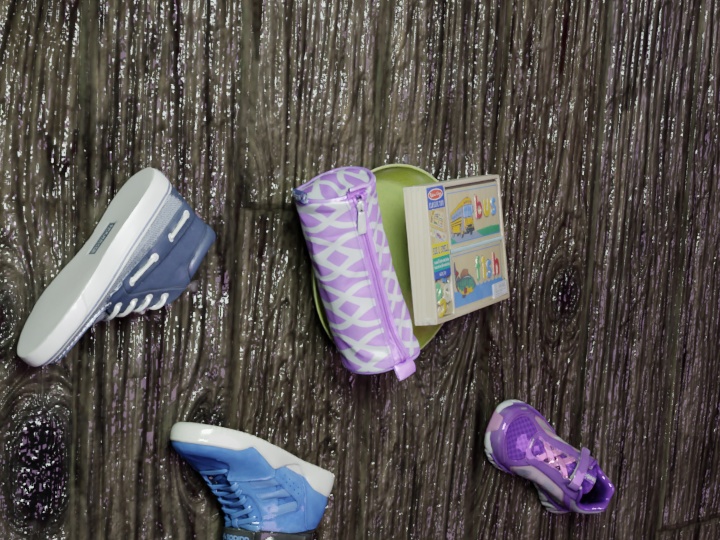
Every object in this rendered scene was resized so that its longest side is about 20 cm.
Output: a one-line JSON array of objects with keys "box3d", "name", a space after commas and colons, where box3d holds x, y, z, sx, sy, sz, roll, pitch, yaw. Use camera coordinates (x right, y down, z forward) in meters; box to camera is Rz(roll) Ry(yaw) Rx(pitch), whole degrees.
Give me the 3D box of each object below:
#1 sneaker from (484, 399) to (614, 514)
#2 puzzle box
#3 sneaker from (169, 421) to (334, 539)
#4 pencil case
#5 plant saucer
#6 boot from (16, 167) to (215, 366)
[{"box3d": [0.217, 0.214, 1.656, 0.200, 0.088, 0.081, 42, 73, -36], "name": "sneaker"}, {"box3d": [0.099, -0.025, 1.487, 0.200, 0.025, 0.135, -16, 101, -63], "name": "puzzle box"}, {"box3d": [-0.109, 0.216, 1.381, 0.199, 0.076, 0.112, 33, 68, -46], "name": "sneaker"}, {"box3d": [0.000, 0.000, 1.390, 0.084, 0.085, 0.202, -33, 119, -32], "name": "pencil case"}, {"box3d": [0.022, -0.007, 1.483, 0.199, 0.031, 0.202, -9, 104, -40], "name": "plant saucer"}, {"box3d": [-0.202, 0.016, 1.266, 0.090, 0.072, 0.201, 45, 68, -30], "name": "boot"}]
